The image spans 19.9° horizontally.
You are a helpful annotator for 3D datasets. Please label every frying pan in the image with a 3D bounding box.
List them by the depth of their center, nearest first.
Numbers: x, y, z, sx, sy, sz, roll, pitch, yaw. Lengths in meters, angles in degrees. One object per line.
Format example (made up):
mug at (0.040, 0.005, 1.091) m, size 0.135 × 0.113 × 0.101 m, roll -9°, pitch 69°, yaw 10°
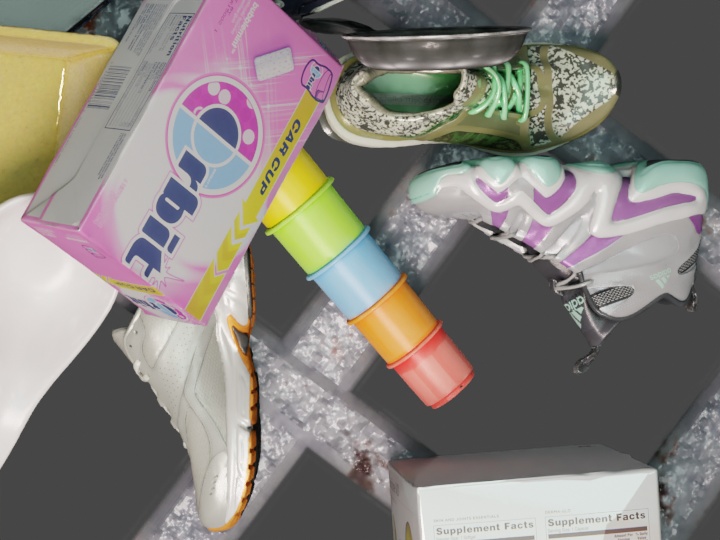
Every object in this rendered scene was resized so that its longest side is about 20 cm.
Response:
frying pan at (0.014, -0.138, 1.253) m, size 0.189 × 0.115 × 0.031 m, roll 3°, pitch 100°, yaw 32°

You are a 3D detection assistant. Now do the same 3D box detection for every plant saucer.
plant saucer at (-0.259, -0.065, 1.262) m, size 0.199 × 0.048 × 0.201 m, roll 4°, pitch 114°, yaw -19°

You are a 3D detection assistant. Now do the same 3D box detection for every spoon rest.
spoon rest at (-0.212, 0.045, 1.268) m, size 0.099 × 0.061 × 0.201 m, roll 14°, pitch 110°, yaw -23°

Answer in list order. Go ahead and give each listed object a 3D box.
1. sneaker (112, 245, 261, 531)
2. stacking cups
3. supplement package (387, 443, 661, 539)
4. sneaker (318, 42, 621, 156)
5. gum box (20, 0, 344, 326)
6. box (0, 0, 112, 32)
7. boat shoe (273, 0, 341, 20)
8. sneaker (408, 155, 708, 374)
sneaker at (-0.111, 0.066, 1.313) m, size 0.092 × 0.076 × 0.201 m, roll -3°, pitch 84°, yaw 1°
stacking cups at (0.000, 0.000, 1.330) m, size 0.060 × 0.061 × 0.200 m, roll -43°, pitch 99°, yaw -4°
supplement package at (0.104, 0.221, 1.293) m, size 0.150 × 0.152 × 0.201 m, roll -4°, pitch 91°, yaw -6°
sneaker at (0.074, -0.111, 1.316) m, size 0.199 × 0.089 × 0.077 m, roll -5°, pitch 91°, yaw -7°
gum box at (-0.103, -0.083, 1.241) m, size 0.113 × 0.066 × 0.201 m, roll 39°, pitch 71°, yaw -39°
box at (-0.246, -0.227, 1.299) m, size 0.200 × 0.050 × 0.199 m, roll -39°, pitch 94°, yaw -4°
boat shoe at (-0.044, -0.197, 1.299) m, size 0.199 × 0.093 × 0.075 m, roll -26°, pitch 94°, yaw -6°
sneaker at (0.130, -0.003, 1.330) m, size 0.199 × 0.078 × 0.141 m, roll 1°, pitch 90°, yaw -6°
